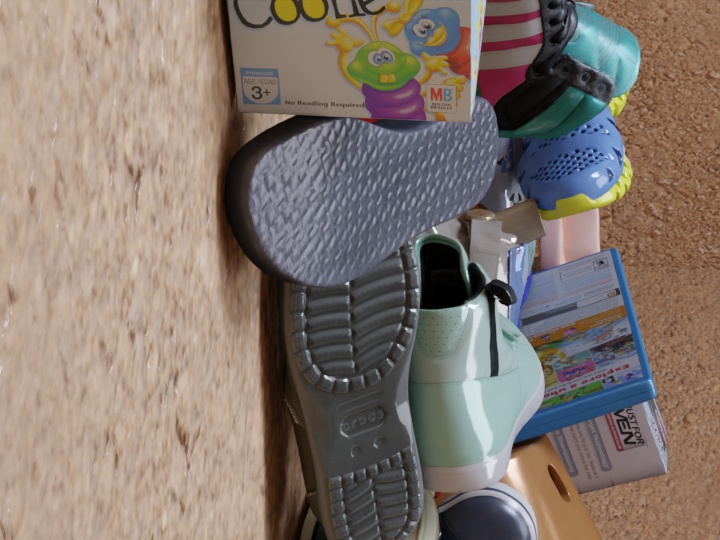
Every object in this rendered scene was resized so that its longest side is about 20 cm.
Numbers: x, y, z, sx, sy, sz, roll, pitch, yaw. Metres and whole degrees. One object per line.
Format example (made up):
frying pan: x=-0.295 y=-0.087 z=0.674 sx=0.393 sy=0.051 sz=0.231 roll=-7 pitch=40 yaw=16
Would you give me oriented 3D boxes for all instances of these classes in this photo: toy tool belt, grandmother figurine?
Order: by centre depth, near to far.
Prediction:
toy tool belt: x=0.067 y=0.056 z=1.212 sx=0.125 sy=0.122 sz=0.201 roll=18 pitch=-70 yaw=60
grandmother figurine: x=0.154 y=-0.091 z=1.435 sx=0.060 sy=0.121 sz=0.201 roll=-24 pitch=113 yaw=-48

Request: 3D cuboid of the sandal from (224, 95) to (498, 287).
sandal: x=-0.002 y=-0.039 z=0.861 sx=0.200 sy=0.043 sz=0.076 roll=-15 pitch=113 yaw=-57

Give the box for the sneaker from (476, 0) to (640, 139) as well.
sneaker: x=0.098 y=-0.139 z=0.996 sx=0.200 sy=0.120 sz=0.084 roll=119 pitch=-26 yaw=-47

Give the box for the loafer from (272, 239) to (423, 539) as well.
loafer: x=-0.015 y=0.044 z=0.944 sx=0.070 sy=0.075 sz=0.201 roll=30 pitch=-54 yaw=59

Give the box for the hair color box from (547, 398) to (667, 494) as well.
hair color box: x=0.118 y=0.118 z=1.400 sx=0.061 sy=0.199 sz=0.099 roll=-76 pitch=147 yaw=-60

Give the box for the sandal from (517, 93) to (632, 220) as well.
sandal: x=0.138 y=-0.109 z=1.280 sx=0.200 sy=0.079 sz=0.087 roll=-84 pitch=156 yaw=-54

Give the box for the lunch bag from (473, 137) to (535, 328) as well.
lunch bag: x=0.073 y=-0.066 z=1.391 sx=0.200 sy=0.123 sz=0.171 roll=-58 pitch=149 yaw=-63

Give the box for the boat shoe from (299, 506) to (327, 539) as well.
boat shoe: x=0.000 y=0.163 z=1.071 sx=0.200 sy=0.062 sz=0.073 roll=-78 pitch=169 yaw=-55

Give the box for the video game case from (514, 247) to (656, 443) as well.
video game case: x=0.128 y=0.055 z=1.343 sx=0.200 sy=0.143 sz=0.018 roll=-89 pitch=159 yaw=-63

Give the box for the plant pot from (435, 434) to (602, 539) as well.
plant pot: x=0.078 y=0.195 z=1.306 sx=0.200 sy=0.199 sz=0.141 roll=-39 pitch=113 yaw=-81

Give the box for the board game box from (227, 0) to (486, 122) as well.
board game box: x=0.007 y=-0.168 z=0.830 sx=0.200 sy=0.104 sz=0.103 roll=-80 pitch=171 yaw=-47

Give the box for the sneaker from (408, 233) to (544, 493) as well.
sneaker: x=0.060 y=0.028 z=1.034 sx=0.200 sy=0.073 sz=0.119 roll=-70 pitch=156 yaw=-71

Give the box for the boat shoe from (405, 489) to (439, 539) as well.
boat shoe: x=-0.007 y=0.178 z=0.965 sx=0.200 sy=0.065 sz=0.072 roll=-71 pitch=-177 yaw=-48

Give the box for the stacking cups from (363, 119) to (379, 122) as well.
stacking cups: x=0.000 y=0.000 z=1.084 sx=0.061 sy=0.060 sz=0.201 roll=-78 pitch=164 yaw=-55

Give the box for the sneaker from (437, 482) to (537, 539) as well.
sneaker: x=0.039 y=0.219 z=1.111 sx=0.200 sy=0.078 sz=0.079 roll=-60 pitch=-178 yaw=18
